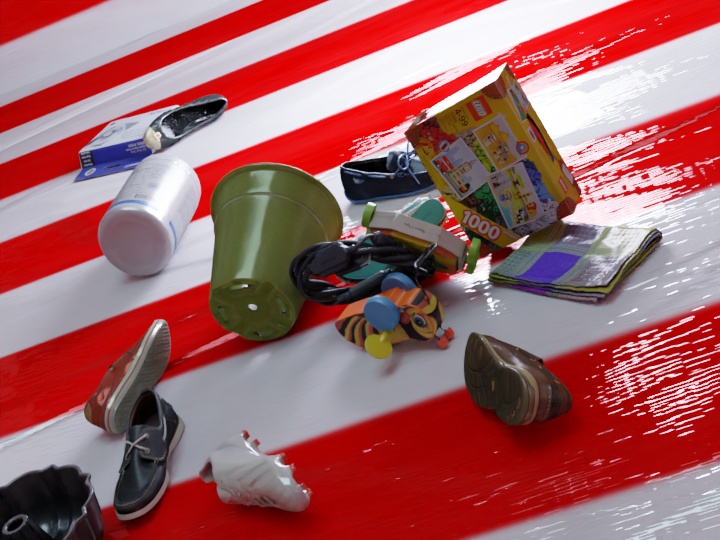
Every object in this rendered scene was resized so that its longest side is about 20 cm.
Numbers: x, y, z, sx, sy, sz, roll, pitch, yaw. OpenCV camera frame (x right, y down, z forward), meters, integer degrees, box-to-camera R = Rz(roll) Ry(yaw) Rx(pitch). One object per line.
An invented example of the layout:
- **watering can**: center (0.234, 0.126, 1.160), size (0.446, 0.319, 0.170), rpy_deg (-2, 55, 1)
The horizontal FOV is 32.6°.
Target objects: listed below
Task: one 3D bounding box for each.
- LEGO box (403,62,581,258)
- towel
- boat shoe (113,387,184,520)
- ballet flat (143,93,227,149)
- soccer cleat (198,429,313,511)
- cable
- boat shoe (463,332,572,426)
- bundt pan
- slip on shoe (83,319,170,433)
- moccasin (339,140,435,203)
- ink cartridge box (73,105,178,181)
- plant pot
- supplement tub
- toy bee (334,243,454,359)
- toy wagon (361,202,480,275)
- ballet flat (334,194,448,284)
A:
- **LEGO box**: center (0.174, -0.141, 1.611), size (0.148, 0.201, 0.077), rpy_deg (-26, 15, 29)
- **towel**: center (0.268, -0.019, 1.547), size (0.143, 0.023, 0.198), rpy_deg (-42, 32, -28)
- **boat shoe**: center (-0.271, 0.225, 1.515), size (0.071, 0.068, 0.201), rpy_deg (-15, 30, 14)
- **ballet flat**: center (-0.362, -0.313, 2.540), size (0.199, 0.067, 0.057), rpy_deg (-34, 8, -21)
- **soccer cleat**: center (-0.117, 0.237, 1.372), size (0.077, 0.070, 0.199), rpy_deg (-39, 23, -17)
- **cable**: center (0.000, 0.000, 1.603), size (0.199, 0.161, 0.052), rpy_deg (-27, 61, 48)
- **boat shoe**: center (0.167, 0.120, 1.348), size (0.066, 0.073, 0.200), rpy_deg (4, 12, -17)
- **bundt pan**: center (-0.382, 0.320, 1.425), size (0.199, 0.076, 0.203), rpy_deg (-20, 28, 11)
- **slip on shoe**: center (-0.316, 0.139, 1.693), size (0.060, 0.075, 0.201), rpy_deg (8, 43, 18)
- **moccasin**: center (0.056, -0.156, 1.915), size (0.197, 0.069, 0.081), rpy_deg (-14, 28, 19)
- **ink cartridge box**: center (-0.498, -0.272, 2.614), size (0.197, 0.041, 0.201), rpy_deg (-9, 31, 28)
- **plant pot**: center (-0.133, -0.011, 1.719), size (0.197, 0.201, 0.192), rpy_deg (-13, 42, 22)
- **supplement tub**: center (-0.354, -0.095, 2.081), size (0.130, 0.133, 0.201), rpy_deg (-15, 27, 18)
- **toy bee**: center (0.056, 0.062, 1.518), size (0.131, 0.109, 0.200), rpy_deg (-46, 8, -22)
- **toy wagon**: center (0.080, -0.032, 1.614), size (0.153, 0.200, 0.040), rpy_deg (19, 80, 8)
- **ballet flat**: center (0.040, -0.035, 1.735), size (0.198, 0.076, 0.064), rpy_deg (-31, -4, -21)
